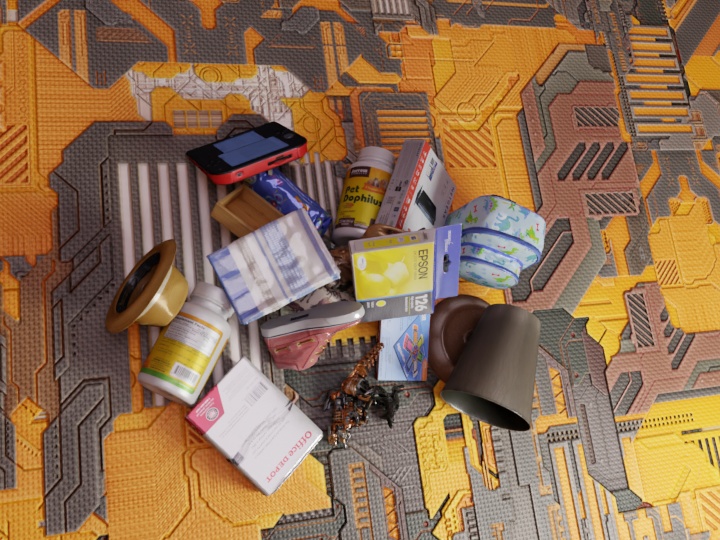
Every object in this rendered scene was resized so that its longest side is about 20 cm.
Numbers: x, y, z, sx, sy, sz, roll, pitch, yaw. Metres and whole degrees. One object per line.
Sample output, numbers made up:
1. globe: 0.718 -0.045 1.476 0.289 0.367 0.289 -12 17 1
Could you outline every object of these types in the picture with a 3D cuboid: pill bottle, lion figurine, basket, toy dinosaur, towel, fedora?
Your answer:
1. pill bottle: 0.015 -0.140 1.449 0.109 0.109 0.201 16 71 -12
2. lion figurine: 0.014 -0.036 1.333 0.122 0.200 0.073 32 27 -21
3. basket: 0.265 0.177 1.388 0.180 0.136 0.201 25 66 -3
4. pill bottle: -0.296 0.126 1.279 0.111 0.111 0.201 27 69 -8
5. toy dinosaur: 0.000 0.000 1.417 0.199 0.048 0.089 13 109 -8
6. toy dinosaur: 0.006 0.234 1.352 0.135 0.102 0.201 18 96 9
7. towel: -0.152 -0.009 1.285 0.199 0.024 0.147 -27 83 -9
8. fedora: -0.355 0.040 1.258 0.082 0.200 0.201 39 66 -27

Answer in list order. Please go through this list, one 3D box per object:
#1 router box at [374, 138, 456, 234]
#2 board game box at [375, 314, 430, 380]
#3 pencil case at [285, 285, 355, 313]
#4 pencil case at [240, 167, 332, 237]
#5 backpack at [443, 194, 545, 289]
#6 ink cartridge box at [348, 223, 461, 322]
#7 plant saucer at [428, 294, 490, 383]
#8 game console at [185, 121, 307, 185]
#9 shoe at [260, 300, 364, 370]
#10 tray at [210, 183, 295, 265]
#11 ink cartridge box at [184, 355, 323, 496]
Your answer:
1. router box: 0.112 -0.127 1.441 0.049 0.179 0.201 8 70 32
2. board game box: 0.084 0.113 1.416 0.102 0.019 0.201 3 92 -15
3. pencil case: -0.112 0.035 1.377 0.199 0.078 0.090 32 97 -5
4. pencil case: -0.144 -0.138 1.414 0.200 0.087 0.078 44 50 -2
5. backpack: 0.265 -0.051 1.450 0.182 0.200 0.148 20 70 -11
6. ink cartridge box: 0.085 0.011 1.309 0.199 0.198 0.047 -7 48 -1
7. plant saucer: 0.223 0.142 1.472 0.199 0.037 0.202 5 73 -16
8. game console: -0.215 -0.230 1.389 0.199 0.031 0.177 -24 38 -21
9. shoe: -0.078 0.120 1.325 0.199 0.072 0.091 -13 108 14
10. tray: -0.170 -0.071 1.353 0.200 0.037 0.099 39 36 1
11. ink cartridge box: -0.188 0.275 1.284 0.200 0.083 0.145 44 67 -1
